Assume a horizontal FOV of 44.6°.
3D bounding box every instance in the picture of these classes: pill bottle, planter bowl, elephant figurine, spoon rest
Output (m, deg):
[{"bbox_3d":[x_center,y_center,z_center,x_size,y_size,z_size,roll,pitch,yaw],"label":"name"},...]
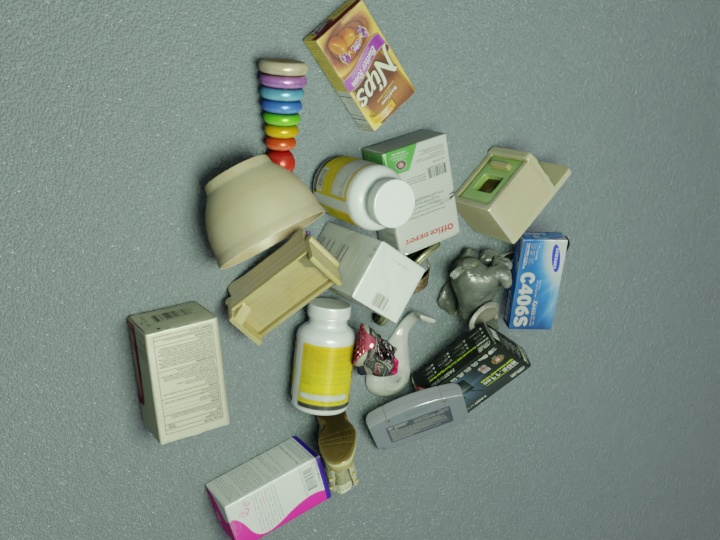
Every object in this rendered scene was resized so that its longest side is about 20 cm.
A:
[{"bbox_3d":[0.007,-0.133,1.534,0.112,0.200,0.113,-9,109,-29],"label":"pill bottle"},{"bbox_3d":[-0.177,-0.107,1.459,0.200,0.200,0.135,-30,91,-21],"label":"planter bowl"},{"bbox_3d":[-0.067,0.158,1.630,0.112,0.112,0.201,-1,104,-31],"label":"pill bottle"},{"bbox_3d":[0.234,0.066,1.790,0.154,0.142,0.201,8,118,-4],"label":"elephant figurine"},{"bbox_3d":[0.079,0.167,1.765,0.099,0.061,0.201,21,105,-33],"label":"spoon rest"}]

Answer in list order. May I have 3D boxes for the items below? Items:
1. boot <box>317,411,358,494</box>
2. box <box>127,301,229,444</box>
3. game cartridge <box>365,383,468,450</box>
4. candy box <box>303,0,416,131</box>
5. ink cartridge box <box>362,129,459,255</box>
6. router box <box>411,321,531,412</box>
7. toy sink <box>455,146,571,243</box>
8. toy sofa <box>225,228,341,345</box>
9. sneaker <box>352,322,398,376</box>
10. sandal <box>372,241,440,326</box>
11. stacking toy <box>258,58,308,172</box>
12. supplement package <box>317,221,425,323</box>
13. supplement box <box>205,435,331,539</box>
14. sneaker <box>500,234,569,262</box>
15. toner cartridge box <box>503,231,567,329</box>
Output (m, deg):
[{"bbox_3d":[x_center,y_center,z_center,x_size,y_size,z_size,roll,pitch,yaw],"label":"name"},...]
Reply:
[{"bbox_3d":[-0.039,0.360,1.658,0.072,0.200,0.155,-9,112,-6],"label":"boot"},{"bbox_3d":[-0.308,0.170,1.488,0.127,0.109,0.201,-13,110,-28],"label":"box"},{"bbox_3d":[0.114,0.291,1.757,0.199,0.042,0.133,-19,137,0],"label":"game cartridge"},{"bbox_3d":[0.002,-0.363,1.564,0.117,0.056,0.200,-45,123,-14],"label":"candy box"},{"bbox_3d":[0.097,-0.149,1.663,0.145,0.084,0.201,-21,113,-26],"label":"ink cartridge box"},{"bbox_3d":[0.226,0.206,1.788,0.200,0.062,0.150,-40,138,19],"label":"router box"},{"bbox_3d":[0.299,-0.172,1.754,0.200,0.130,0.112,-49,122,-10],"label":"toy sink"},{"bbox_3d":[-0.135,0.027,1.522,0.200,0.098,0.083,-37,124,14],"label":"toy sofa"},{"bbox_3d":[0.030,0.151,1.643,0.074,0.200,0.081,9,75,9],"label":"sneaker"},{"bbox_3d":[0.096,0.026,1.712,0.057,0.080,0.201,32,95,-11],"label":"sandal"},{"bbox_3d":[-0.136,-0.256,1.498,0.085,0.085,0.201,-6,111,-30],"label":"stacking toy"},{"bbox_3d":[0.000,0.000,1.575,0.114,0.200,0.110,32,85,-33],"label":"supplement package"},{"bbox_3d":[-0.172,0.412,1.644,0.199,0.103,0.102,-25,116,-25],"label":"supplement box"},{"bbox_3d":[0.393,-0.017,1.864,0.199,0.112,0.073,-22,115,-25],"label":"sneaker"},{"bbox_3d":[0.353,0.022,1.782,0.094,0.043,0.201,0,114,-9],"label":"toner cartridge box"}]
